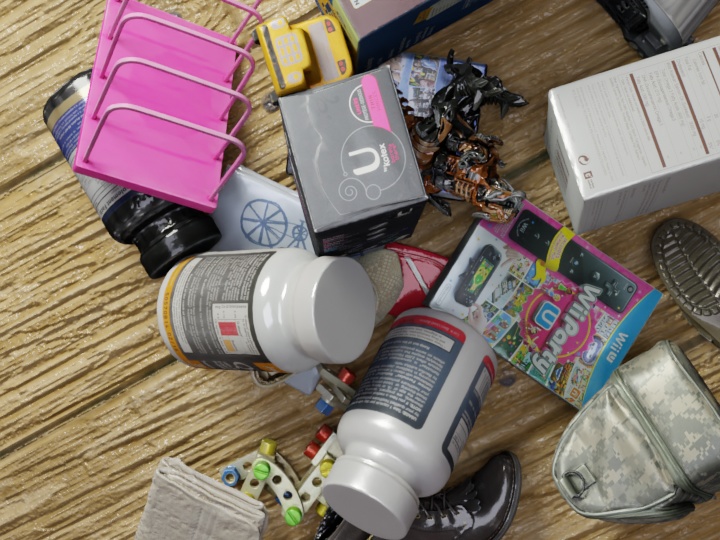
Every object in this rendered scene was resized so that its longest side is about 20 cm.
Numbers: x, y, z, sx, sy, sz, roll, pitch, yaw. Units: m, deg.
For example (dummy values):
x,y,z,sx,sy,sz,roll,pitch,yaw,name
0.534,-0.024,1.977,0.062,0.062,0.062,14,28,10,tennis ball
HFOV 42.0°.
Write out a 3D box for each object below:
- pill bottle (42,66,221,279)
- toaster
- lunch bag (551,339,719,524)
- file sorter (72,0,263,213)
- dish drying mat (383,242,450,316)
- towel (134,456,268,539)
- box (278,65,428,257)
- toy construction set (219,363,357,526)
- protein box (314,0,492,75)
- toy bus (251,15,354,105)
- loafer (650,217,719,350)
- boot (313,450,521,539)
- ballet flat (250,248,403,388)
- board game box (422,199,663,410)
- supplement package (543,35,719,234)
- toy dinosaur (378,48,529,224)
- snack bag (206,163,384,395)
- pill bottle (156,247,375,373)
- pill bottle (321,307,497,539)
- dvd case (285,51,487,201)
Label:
x,y,z,sx,sy,sz,roll,pitch,yaw,name
-0.227,-0.099,0.953,0.111,0.112,0.202,-32,87,6,pill bottle
0.277,-0.316,0.911,0.129,0.114,0.200,-44,90,3,toaster
0.281,0.178,0.923,0.167,0.199,0.141,-35,65,14,lunch bag
-0.170,-0.186,0.878,0.137,0.125,0.203,16,62,-25,file sorter
0.000,0.000,1.009,0.196,0.018,0.078,14,98,1,dish drying mat
-0.177,0.288,1.007,0.131,0.035,0.202,27,127,2,towel
-0.008,-0.089,0.874,0.104,0.200,0.124,-16,84,-3,box
-0.050,0.189,1.003,0.130,0.092,0.201,37,108,-2,toy construction set
0.050,-0.300,0.871,0.198,0.199,0.136,-29,93,0,protein box
-0.047,-0.183,0.875,0.077,0.200,0.066,-17,89,1,toy bus
0.369,0.037,0.971,0.075,0.067,0.202,-34,78,3,loafer
0.058,0.248,0.979,0.173,0.069,0.201,30,100,-24,boot
-0.033,0.057,0.960,0.199,0.062,0.068,-41,94,12,ballet flat
0.186,0.029,0.969,0.198,0.064,0.149,33,88,-2,board game box
0.290,-0.131,0.913,0.197,0.117,0.119,-16,73,4,supplement package
0.087,-0.136,0.928,0.199,0.102,0.136,36,109,0,toy dinosaur
-0.092,0.015,1.001,0.186,0.021,0.203,24,103,1,snack bag
-0.090,0.038,0.891,0.197,0.116,0.119,-2,98,38,pill bottle
0.045,0.148,0.913,0.119,0.120,0.201,33,58,-1,pill bottle
0.026,-0.159,0.989,0.196,0.018,0.145,9,98,1,dvd case
